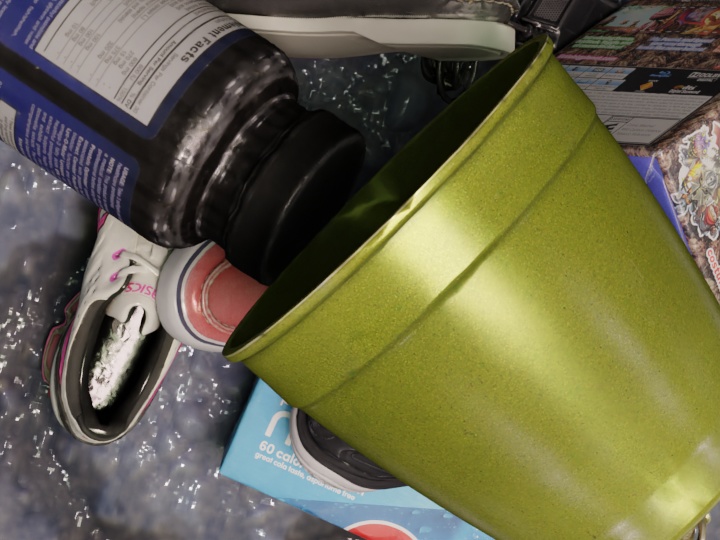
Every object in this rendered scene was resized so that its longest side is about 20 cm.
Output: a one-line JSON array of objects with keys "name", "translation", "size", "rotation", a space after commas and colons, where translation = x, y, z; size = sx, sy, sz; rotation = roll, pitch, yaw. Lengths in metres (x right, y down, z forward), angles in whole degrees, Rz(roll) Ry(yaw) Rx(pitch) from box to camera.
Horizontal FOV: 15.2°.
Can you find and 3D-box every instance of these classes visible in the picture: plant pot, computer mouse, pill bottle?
[{"name": "plant pot", "translation": [0.075, 0.035, 1.200], "size": [0.200, 0.200, 0.193], "rotation": [-44, 96, 0]}, {"name": "computer mouse", "translation": [0.112, -0.140, 1.406], "size": [0.199, 0.046, 0.141], "rotation": [12, 89, -35]}, {"name": "pill bottle", "translation": [-0.101, -0.081, 1.290], "size": [0.200, 0.112, 0.112], "rotation": [34, 95, 14]}]

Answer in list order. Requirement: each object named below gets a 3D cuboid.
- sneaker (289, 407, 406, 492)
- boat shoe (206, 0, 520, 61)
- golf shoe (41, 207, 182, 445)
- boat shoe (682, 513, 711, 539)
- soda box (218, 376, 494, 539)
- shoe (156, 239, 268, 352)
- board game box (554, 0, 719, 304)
[{"name": "sneaker", "translation": [0.070, 0.066, 1.337], "size": [0.199, 0.114, 0.076], "rotation": [-4, 74, -12]}, {"name": "boat shoe", "translation": [-0.012, -0.138, 1.327], "size": [0.074, 0.199, 0.061], "rotation": [11, 84, -55]}, {"name": "golf shoe", "translation": [-0.102, -0.006, 1.368], "size": [0.072, 0.092, 0.201], "rotation": [16, 99, -16]}, {"name": "boat shoe", "translation": [0.169, 0.097, 1.478], "size": [0.062, 0.073, 0.201], "rotation": [-6, 105, -11]}, {"name": "soda box", "translation": [0.030, 0.111, 1.421], "size": [0.199, 0.064, 0.068], "rotation": [24, 97, -2]}, {"name": "shoe", "translation": [0.000, 0.000, 1.358], "size": [0.199, 0.091, 0.072], "rotation": [-12, 103, -38]}, {"name": "board game box", "translation": [0.172, -0.070, 1.327], "size": [0.200, 0.159, 0.097], "rotation": [-36, 115, -28]}]
